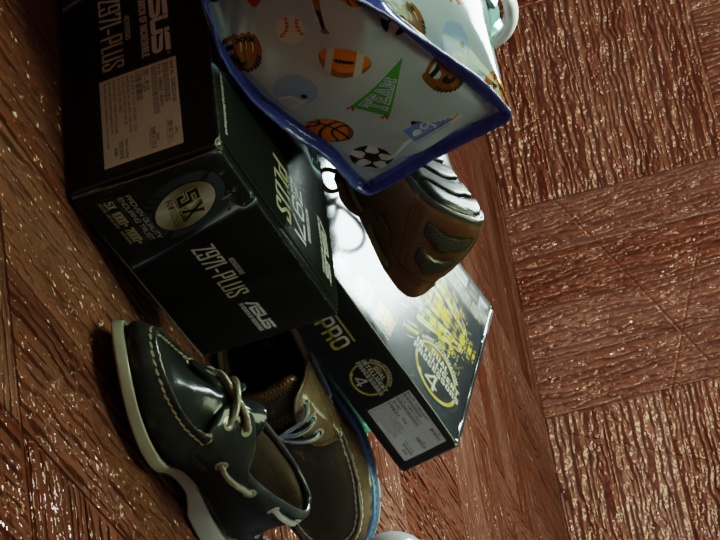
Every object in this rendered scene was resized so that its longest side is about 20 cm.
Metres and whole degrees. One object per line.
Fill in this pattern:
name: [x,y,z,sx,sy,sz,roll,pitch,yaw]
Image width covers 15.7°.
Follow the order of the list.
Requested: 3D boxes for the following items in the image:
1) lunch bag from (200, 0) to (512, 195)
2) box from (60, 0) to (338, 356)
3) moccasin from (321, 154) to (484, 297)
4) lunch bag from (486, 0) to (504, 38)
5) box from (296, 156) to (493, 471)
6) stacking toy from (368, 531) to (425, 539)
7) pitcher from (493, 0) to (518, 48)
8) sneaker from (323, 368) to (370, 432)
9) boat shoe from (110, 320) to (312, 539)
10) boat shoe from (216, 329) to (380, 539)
lunch bag: [-0.018,-0.168,1.379,0.200,0.124,0.170,36,35,-40]
box: [-0.089,-0.084,1.417,0.164,0.086,0.200,56,20,-50]
moccasin: [0.015,-0.054,1.530,0.074,0.078,0.201,18,26,-34]
lunch bag: [-0.015,-0.212,1.798,0.122,0.200,0.170,-86,160,-65]
box: [0.000,0.000,1.590,0.200,0.049,0.161,54,24,-18]
stacking toy: [0.035,0.215,1.604,0.200,0.146,0.146,59,19,-60]
pitcher: [0.010,-0.227,1.983,0.121,0.200,0.172,-83,156,-67]
sneaker: [-0.032,0.051,1.672,0.200,0.084,0.121,55,16,-64]
boat shoe: [-0.077,0.083,1.359,0.200,0.060,0.074,66,14,-51]
boat shoe: [-0.050,0.080,1.555,0.200,0.072,0.072,66,12,4]
